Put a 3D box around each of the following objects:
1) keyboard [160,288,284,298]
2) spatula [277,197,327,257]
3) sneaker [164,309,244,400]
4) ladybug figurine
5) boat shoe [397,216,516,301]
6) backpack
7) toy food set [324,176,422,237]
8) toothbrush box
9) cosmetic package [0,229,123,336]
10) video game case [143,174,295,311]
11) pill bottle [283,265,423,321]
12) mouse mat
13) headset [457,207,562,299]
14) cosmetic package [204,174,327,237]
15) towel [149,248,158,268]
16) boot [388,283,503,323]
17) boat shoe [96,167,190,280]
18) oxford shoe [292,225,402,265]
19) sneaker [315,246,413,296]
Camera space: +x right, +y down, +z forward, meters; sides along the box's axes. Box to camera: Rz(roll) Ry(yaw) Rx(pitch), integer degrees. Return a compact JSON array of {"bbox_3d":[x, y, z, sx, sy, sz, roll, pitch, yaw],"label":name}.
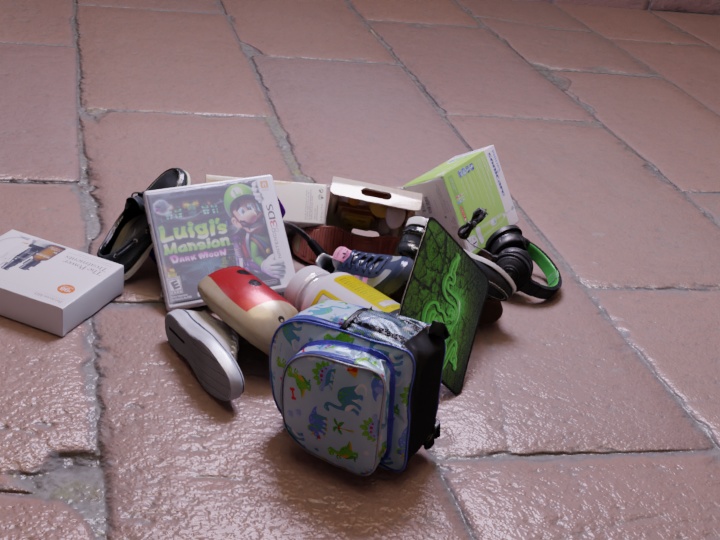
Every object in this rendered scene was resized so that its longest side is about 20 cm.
[{"bbox_3d":[-0.197,0.033,1.616,0.199,0.011,0.056,5,27,-6],"label":"keyboard"},{"bbox_3d":[-0.094,-0.056,1.697,0.200,0.057,0.021,44,50,0],"label":"spatula"},{"bbox_3d":[-0.190,0.100,1.419,0.071,0.073,0.200,-13,33,-29],"label":"sneaker"},{"bbox_3d":[-0.147,0.051,1.472,0.200,0.072,0.136,35,-3,42],"label":"ladybug figurine"},{"bbox_3d":[0.138,-0.001,1.574,0.200,0.076,0.060,31,67,-14],"label":"boat shoe"},{"bbox_3d":[-0.016,0.133,1.285,0.199,0.184,0.147,18,27,29],"label":"backpack"},{"bbox_3d":[0.015,-0.083,1.733,0.143,0.200,0.061,11,71,-2],"label":"toy food set"},{"bbox_3d":[0.175,-0.112,1.831,0.086,0.146,0.200,-13,13,38],"label":"toothbrush box"},{"bbox_3d":[-0.463,0.014,1.538,0.199,0.052,0.151,16,31,16],"label":"cosmetic package"},{"bbox_3d":[-0.207,-0.044,1.599,0.199,0.183,0.023,-10,-13,-20],"label":"video game case"},{"bbox_3d":[-0.013,0.069,1.486,0.111,0.112,0.200,-18,38,-41],"label":"pill bottle"},{"bbox_3d":[0.114,0.047,1.464,0.008,0.161,0.201,-10,49,40],"label":"mouse mat"},{"bbox_3d":[0.246,-0.031,1.730,0.199,0.094,0.124,24,34,-20],"label":"headset"},{"bbox_3d":[-0.160,-0.104,1.776,0.199,0.071,0.105,5,-13,-9],"label":"cosmetic package"},{"bbox_3d":[-0.226,-0.026,1.680,0.199,0.050,0.148,-4,15,-20],"label":"towel"},{"bbox_3d":[0.114,0.018,1.669,0.199,0.074,0.155,13,26,-17],"label":"boot"},{"bbox_3d":[-0.330,-0.082,1.618,0.074,0.066,0.200,25,74,38],"label":"boat shoe"},{"bbox_3d":[-0.012,-0.028,1.748,0.199,0.071,0.074,10,-4,14],"label":"oxford shoe"},{"bbox_3d":[0.000,0.000,1.561,0.200,0.082,0.070,-17,29,55],"label":"sneaker"}]
